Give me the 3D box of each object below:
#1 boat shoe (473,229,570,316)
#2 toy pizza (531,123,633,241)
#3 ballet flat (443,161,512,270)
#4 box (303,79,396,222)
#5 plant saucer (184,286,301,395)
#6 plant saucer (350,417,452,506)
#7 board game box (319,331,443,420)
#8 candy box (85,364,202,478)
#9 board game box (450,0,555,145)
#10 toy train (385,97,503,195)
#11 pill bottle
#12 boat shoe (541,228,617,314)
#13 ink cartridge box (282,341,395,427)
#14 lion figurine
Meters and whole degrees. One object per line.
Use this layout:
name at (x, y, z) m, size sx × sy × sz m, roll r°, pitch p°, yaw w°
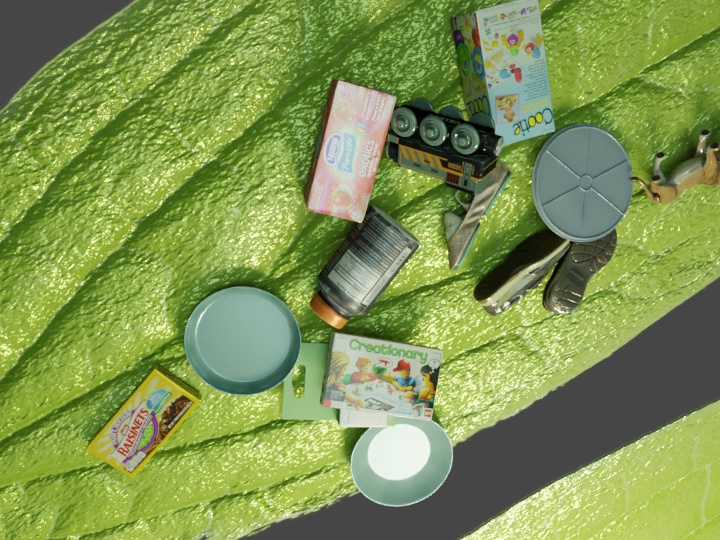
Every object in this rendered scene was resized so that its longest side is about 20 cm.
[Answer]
boat shoe at (0.293, 0.003, 1.101) m, size 0.200 × 0.073 × 0.065 m, roll -37°, pitch 122°, yaw 4°
toy pizza at (0.381, -0.150, 1.066) m, size 0.199 × 0.032 × 0.202 m, roll -1°, pitch 94°, yaw -15°
ballet flat at (0.184, -0.099, 1.058) m, size 0.067 × 0.068 × 0.201 m, roll 29°, pitch 96°, yaw 4°
box at (-0.021, -0.189, 0.970) m, size 0.094 × 0.103 × 0.201 m, roll 12°, pitch 106°, yaw -12°
plant saucer at (-0.203, 0.121, 1.073) m, size 0.199 × 0.027 × 0.201 m, roll -1°, pitch 105°, yaw -5°
plant saucer at (0.077, 0.358, 1.189) m, size 0.200 × 0.039 × 0.202 m, roll -3°, pitch 107°, yaw -9°
board game box at (0.037, 0.184, 1.073) m, size 0.199 × 0.035 × 0.127 m, roll 10°, pitch 89°, yaw -12°
candy box at (-0.385, 0.270, 1.097) m, size 0.102 × 0.026 × 0.200 m, roll 40°, pitch 97°, yaw -14°
board game box at (0.223, -0.308, 0.967) m, size 0.104 × 0.103 × 0.201 m, roll -16°, pitch 109°, yaw -8°
toy train at (0.124, -0.194, 0.960) m, size 0.199 × 0.085 × 0.114 m, roll 22°, pitch 129°, yaw 26°
pill bottle at (0.000, 0.000, 1.030) m, size 0.106 × 0.106 × 0.200 m, roll 36°, pitch 99°, yaw -17°
boat shoe at (0.383, -0.009, 1.106) m, size 0.074 × 0.073 × 0.200 m, roll 41°, pitch 77°, yaw -5°
ink cartridge box at (-0.036, 0.203, 1.102) m, size 0.199 × 0.048 × 0.146 m, roll 3°, pitch 91°, yaw -12°
lion figurine at (0.575, -0.165, 1.089) m, size 0.199 × 0.073 × 0.123 m, roll -22°, pitch 137°, yaw 9°
